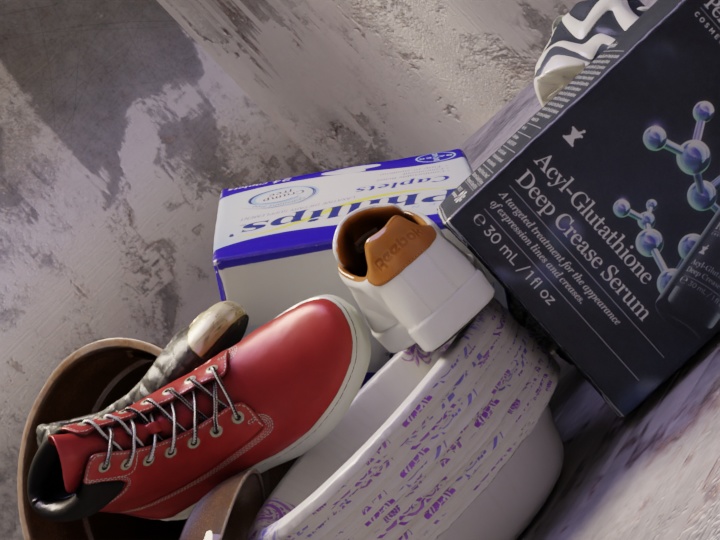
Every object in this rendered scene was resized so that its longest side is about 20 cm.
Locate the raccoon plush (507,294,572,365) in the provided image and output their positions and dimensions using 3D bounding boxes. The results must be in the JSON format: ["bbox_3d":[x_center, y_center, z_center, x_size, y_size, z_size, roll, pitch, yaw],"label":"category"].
[{"bbox_3d":[0.179,-0.026,1.208,0.134,0.097,0.200,-30,13,43],"label":"raccoon plush"}]

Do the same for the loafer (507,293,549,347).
[{"bbox_3d":[0.127,0.025,1.390,0.199,0.073,0.072,-29,4,39],"label":"loafer"}]

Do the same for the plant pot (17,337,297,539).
[{"bbox_3d":[-0.101,0.148,1.304,0.200,0.201,0.198,-43,-25,28],"label":"plant pot"}]

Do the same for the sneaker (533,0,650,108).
[{"bbox_3d":[0.245,-0.193,1.545,0.198,0.080,0.130,-10,42,18],"label":"sneaker"}]

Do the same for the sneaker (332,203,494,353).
[{"bbox_3d":[0.024,-0.004,1.062,0.073,0.085,0.200,-43,3,-7],"label":"sneaker"}]

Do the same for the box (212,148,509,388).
[{"bbox_3d":[0.000,0.000,1.260,0.182,0.106,0.200,-10,17,0],"label":"box"}]

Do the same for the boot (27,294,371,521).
[{"bbox_3d":[-0.096,0.083,1.067,0.200,0.073,0.144,-40,-25,25],"label":"boot"}]

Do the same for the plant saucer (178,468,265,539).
[{"bbox_3d":[-0.089,0.212,1.070,0.200,0.032,0.202,9,-90,-83],"label":"plant saucer"}]

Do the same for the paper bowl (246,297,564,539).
[{"bbox_3d":[0.037,0.117,1.062,0.201,0.104,0.201,-44,4,4],"label":"paper bowl"}]

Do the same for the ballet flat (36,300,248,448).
[{"bbox_3d":[-0.142,0.077,1.169,0.200,0.057,0.066,-41,-10,31],"label":"ballet flat"}]

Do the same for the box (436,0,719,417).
[{"bbox_3d":[0.165,-0.044,1.045,0.200,0.149,0.107,-43,5,4],"label":"box"}]
